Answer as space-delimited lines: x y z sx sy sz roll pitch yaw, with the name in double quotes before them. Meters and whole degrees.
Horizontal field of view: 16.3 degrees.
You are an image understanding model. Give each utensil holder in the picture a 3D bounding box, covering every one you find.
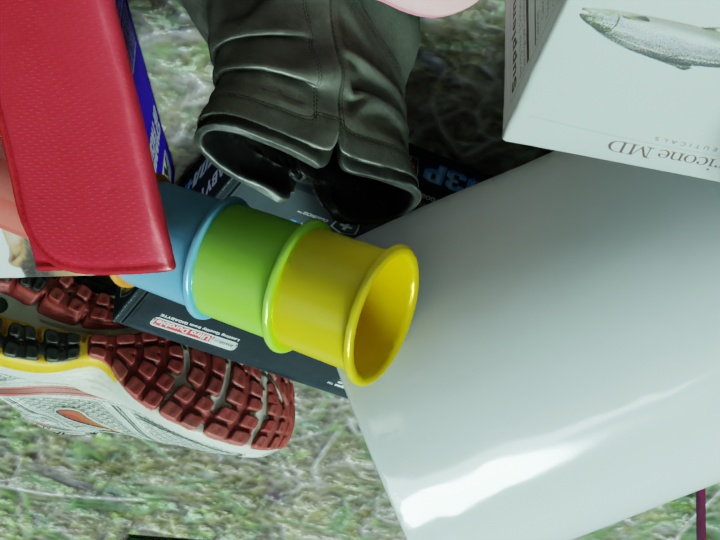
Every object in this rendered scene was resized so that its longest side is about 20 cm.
"utensil holder" 0.095 0.032 1.110 0.199 0.171 0.170 -23 142 2

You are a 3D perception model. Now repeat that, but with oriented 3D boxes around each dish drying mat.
"dish drying mat" -0.126 -0.094 1.006 0.076 0.018 0.202 0 109 35

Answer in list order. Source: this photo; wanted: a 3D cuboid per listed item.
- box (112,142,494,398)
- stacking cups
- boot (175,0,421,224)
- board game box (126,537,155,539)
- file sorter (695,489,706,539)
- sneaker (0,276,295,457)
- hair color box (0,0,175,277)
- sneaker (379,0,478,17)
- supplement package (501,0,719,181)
"box" 0.000 0.000 1.234 0.199 0.046 0.159 20 142 -22
"stacking cups" -0.075 -0.014 1.049 0.199 0.061 0.061 21 151 22
"boot" -0.053 -0.104 1.014 0.199 0.131 0.068 23 141 -25
"board game box" -0.046 0.217 1.571 0.198 0.029 0.135 4 145 1
"file sorter" 0.292 0.146 1.343 0.199 0.126 0.139 23 142 -26
"sneaker" -0.128 0.049 1.306 0.199 0.078 0.082 21 148 -7
"hair color box" -0.154 -0.077 1.127 0.108 0.065 0.201 -2 147 7
"sneaker" 0.018 -0.149 0.954 0.075 0.105 0.201 -35 137 -3
"supplement package" 0.134 -0.141 0.952 0.116 0.118 0.200 9 146 -8
